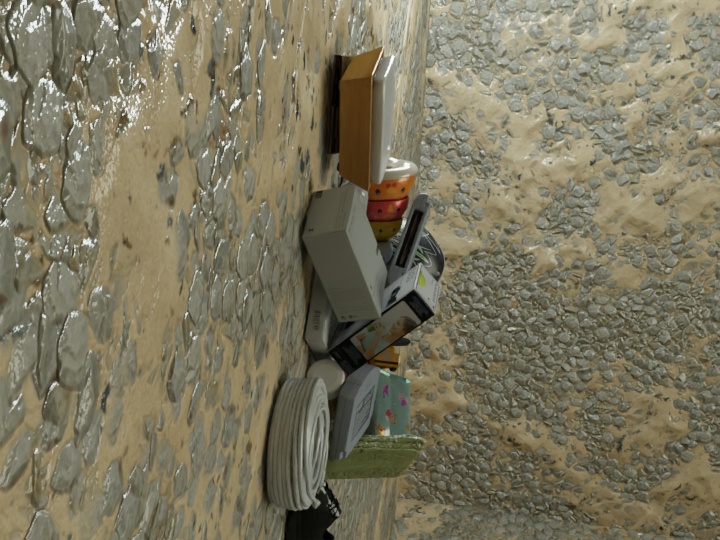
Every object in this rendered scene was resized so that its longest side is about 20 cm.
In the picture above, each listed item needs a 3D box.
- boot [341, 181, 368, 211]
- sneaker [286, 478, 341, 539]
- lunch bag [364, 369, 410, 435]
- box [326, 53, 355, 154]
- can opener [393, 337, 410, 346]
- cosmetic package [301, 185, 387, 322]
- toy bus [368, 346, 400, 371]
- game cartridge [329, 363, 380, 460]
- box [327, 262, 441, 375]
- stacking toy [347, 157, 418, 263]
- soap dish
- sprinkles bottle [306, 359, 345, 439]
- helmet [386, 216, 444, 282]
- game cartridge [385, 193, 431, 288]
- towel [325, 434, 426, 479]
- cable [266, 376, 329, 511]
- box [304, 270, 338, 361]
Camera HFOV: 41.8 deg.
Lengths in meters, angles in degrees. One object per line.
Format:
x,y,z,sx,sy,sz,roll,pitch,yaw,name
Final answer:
-0.026,-0.065,1.759,0.202,0.072,0.096,85,26,-44,boot
-0.075,0.379,1.583,0.076,0.089,0.203,-60,153,-68,sneaker
0.011,0.318,1.930,0.200,0.121,0.173,-38,-140,44,lunch bag
-0.029,-0.298,1.671,0.200,0.021,0.166,-54,149,-75,box
0.047,0.121,1.844,0.199,0.077,0.065,28,66,-58,can opener
-0.023,-0.025,1.537,0.114,0.080,0.202,-80,158,-43,cosmetic package
0.023,0.171,1.977,0.200,0.064,0.080,159,-61,-70,toy bus
-0.008,0.241,1.680,0.200,0.041,0.136,-34,131,-73,game cartridge
0.043,0.083,1.633,0.060,0.199,0.117,49,23,-12,box
0.043,-0.111,1.829,0.146,0.143,0.204,-61,150,-71,stacking toy
0.010,-0.261,1.604,0.158,0.080,0.203,-73,166,-58,soap dish
-0.056,0.237,1.699,0.201,0.067,0.069,85,13,-55,sprinkles bottle
0.075,-0.021,1.988,0.191,0.197,0.203,118,-19,-71,helmet
0.087,-0.033,1.813,0.134,0.041,0.202,109,1,-66,game cartridge
0.016,0.352,1.782,0.149,0.197,0.037,115,-31,-50,towel
-0.093,0.262,1.438,0.200,0.068,0.204,61,34,-76,cable
-0.060,0.077,1.675,0.200,0.036,0.147,78,19,-72,box
